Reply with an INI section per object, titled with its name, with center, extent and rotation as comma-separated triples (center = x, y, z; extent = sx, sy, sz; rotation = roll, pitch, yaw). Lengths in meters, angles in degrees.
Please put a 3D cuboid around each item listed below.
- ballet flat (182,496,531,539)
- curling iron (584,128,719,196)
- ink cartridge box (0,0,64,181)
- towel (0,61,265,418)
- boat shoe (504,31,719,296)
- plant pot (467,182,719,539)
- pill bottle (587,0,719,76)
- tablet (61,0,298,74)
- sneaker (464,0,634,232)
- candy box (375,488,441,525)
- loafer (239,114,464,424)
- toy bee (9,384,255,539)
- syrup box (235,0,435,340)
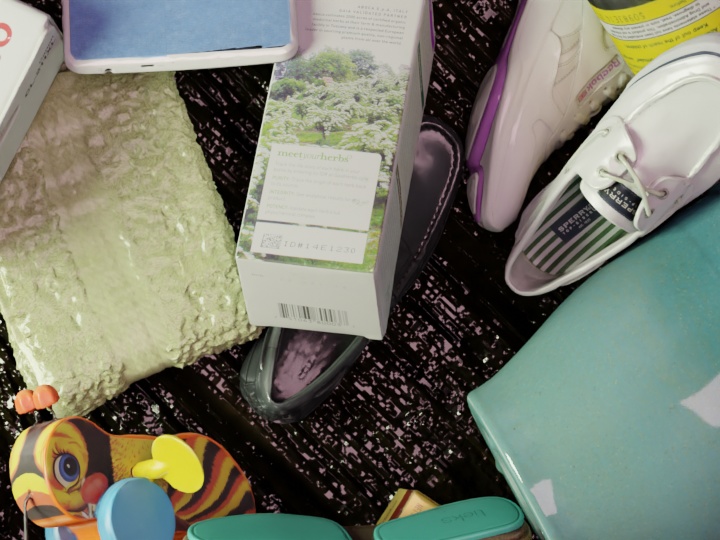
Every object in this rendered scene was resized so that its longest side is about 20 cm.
[ballet flat]
center = -0.001, 0.170, 1.452
extent = 0.199, 0.068, 0.073
rotation = -4, 113, -17
[curling iron]
center = 0.224, -0.039, 1.562
extent = 0.199, 0.026, 0.050
rotation = 26, 82, -6
[ink cartridge box]
center = -0.281, -0.110, 1.446
extent = 0.199, 0.083, 0.146
rotation = 27, 84, 5
[towel]
center = -0.150, -0.029, 1.495
extent = 0.148, 0.036, 0.201
rotation = -23, 83, -4
[boat shoe]
center = 0.150, -0.047, 1.445
extent = 0.073, 0.200, 0.067
rotation = 37, 43, -2
[plant pot]
center = 0.169, 0.083, 1.472
extent = 0.187, 0.200, 0.201
rotation = -29, 92, -2
[pill bottle]
center = 0.210, -0.125, 1.481
extent = 0.112, 0.112, 0.200
rotation = -39, 115, -8
[tablet]
center = -0.105, -0.200, 1.482
extent = 0.129, 0.014, 0.201
rotation = -4, 62, -2
[sneaker]
center = 0.124, -0.112, 1.526
extent = 0.099, 0.075, 0.201
rotation = 21, 86, -6
[candy box]
center = 0.078, 0.227, 1.518
extent = 0.199, 0.056, 0.117
rotation = 33, 83, -7
[loafer]
center = 0.000, 0.000, 1.506
extent = 0.068, 0.070, 0.201
rotation = 33, 84, -6
[toy bee]
center = -0.143, 0.112, 1.440
extent = 0.130, 0.200, 0.109
rotation = -13, 89, 25
[syrup box]
center = -0.011, -0.071, 1.461
extent = 0.078, 0.082, 0.201
rotation = 6, 62, 8
